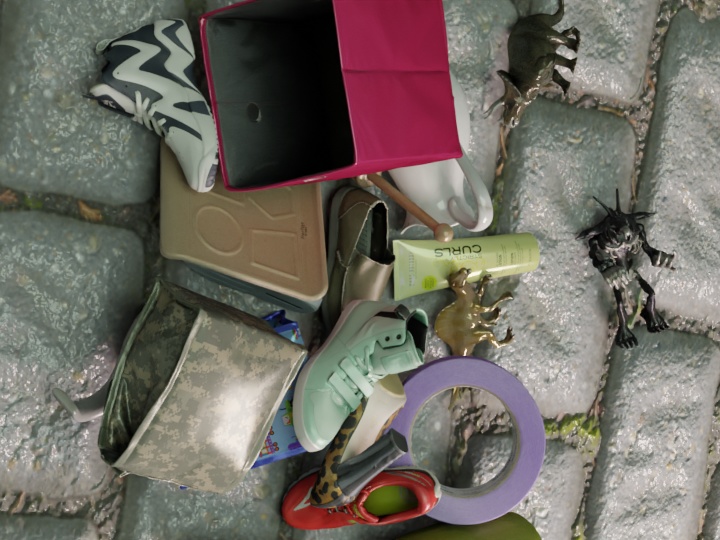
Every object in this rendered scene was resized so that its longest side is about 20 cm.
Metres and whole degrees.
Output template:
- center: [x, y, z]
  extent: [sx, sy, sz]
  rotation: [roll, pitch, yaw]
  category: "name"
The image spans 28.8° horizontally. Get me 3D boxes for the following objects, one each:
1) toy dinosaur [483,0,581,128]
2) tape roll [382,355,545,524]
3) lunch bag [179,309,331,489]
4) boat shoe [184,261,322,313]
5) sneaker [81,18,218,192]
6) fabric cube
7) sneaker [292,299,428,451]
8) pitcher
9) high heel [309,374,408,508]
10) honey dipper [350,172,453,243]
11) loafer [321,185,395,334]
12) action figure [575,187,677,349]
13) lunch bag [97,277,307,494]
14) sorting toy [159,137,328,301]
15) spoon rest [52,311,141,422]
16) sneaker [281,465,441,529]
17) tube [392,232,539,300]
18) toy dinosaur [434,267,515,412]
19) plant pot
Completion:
- center: [0.225, -0.280, 1.776]
  extent: [0.101, 0.077, 0.202]
  rotation: [12, 73, 4]
  category: "toy dinosaur"
- center: [0.126, 0.207, 1.725]
  extent: [0.198, 0.066, 0.202]
  rotation: [0, 90, 0]
  category: "tape roll"
- center: [-0.153, 0.152, 1.621]
  extent: [0.198, 0.094, 0.152]
  rotation: [-18, 101, -11]
  category: "lunch bag"
- center: [-0.127, -0.011, 1.628]
  extent: [0.199, 0.072, 0.063]
  rotation: [27, 63, -34]
  category: "boat shoe"
- center: [-0.234, -0.173, 1.528]
  extent: [0.128, 0.079, 0.201]
  rotation: [-12, 84, -18]
  category: "sneaker"
- center: [-0.031, -0.200, 1.538]
  extent: [0.199, 0.195, 0.202]
  rotation: [-10, 92, -52]
  category: "fabric cube"
- center: [0.004, 0.114, 1.573]
  extent: [0.074, 0.117, 0.201]
  rotation: [49, 54, -35]
  category: "sneaker"
- center: [0.091, -0.144, 1.664]
  extent: [0.120, 0.171, 0.202]
  rotation: [-19, 104, -30]
  category: "pitcher"
- center: [-0.014, 0.185, 1.663]
  extent: [0.142, 0.201, 0.071]
  rotation: [-39, 119, 21]
  category: "high heel"
- center: [0.041, -0.086, 1.632]
  extent: [0.038, 0.200, 0.038]
  rotation: [-22, 134, -26]
  category: "honey dipper"
- center: [0.000, 0.000, 1.678]
  extent: [0.075, 0.069, 0.202]
  rotation: [-6, 97, -43]
  category: "loafer"
- center: [0.361, -0.005, 1.862]
  extent: [0.118, 0.102, 0.202]
  rotation: [-20, 105, -13]
  category: "action figure"
- center: [-0.177, 0.134, 1.494]
  extent: [0.163, 0.117, 0.201]
  rotation: [23, 94, -42]
  category: "lunch bag"
- center: [-0.135, -0.061, 1.584]
  extent: [0.198, 0.037, 0.186]
  rotation: [16, 49, -26]
  category: "sorting toy"
- center: [-0.249, 0.102, 1.557]
  extent: [0.199, 0.099, 0.061]
  rotation: [-35, 155, -25]
  category: "spoon rest"
- center: [-0.004, 0.270, 1.661]
  extent: [0.198, 0.085, 0.078]
  rotation: [-11, 93, 11]
  category: "sneaker"
- center: [0.131, -0.011, 1.769]
  extent: [0.198, 0.052, 0.058]
  rotation: [-7, 64, -23]
  category: "tube"
- center: [0.140, 0.074, 1.783]
  extent: [0.100, 0.058, 0.202]
  rotation: [-9, 117, -19]
  category: "toy dinosaur"
- center: [0.136, 0.385, 1.745]
  extent: [0.199, 0.186, 0.189]
  rotation: [-22, 105, -40]
  category: "plant pot"
